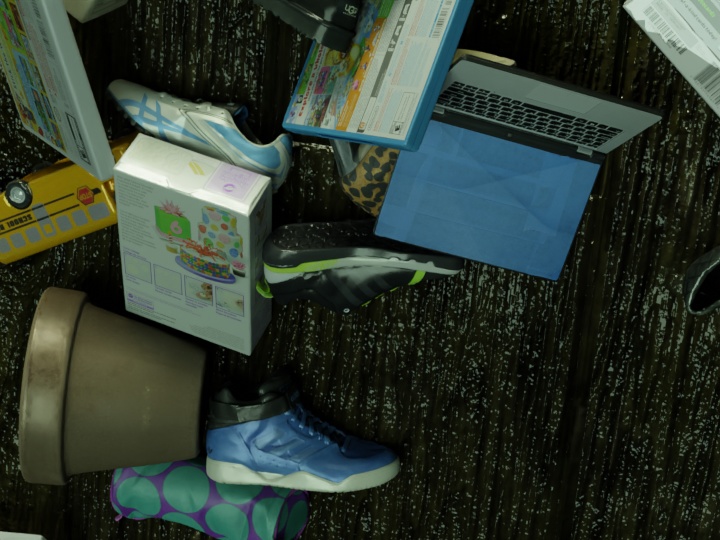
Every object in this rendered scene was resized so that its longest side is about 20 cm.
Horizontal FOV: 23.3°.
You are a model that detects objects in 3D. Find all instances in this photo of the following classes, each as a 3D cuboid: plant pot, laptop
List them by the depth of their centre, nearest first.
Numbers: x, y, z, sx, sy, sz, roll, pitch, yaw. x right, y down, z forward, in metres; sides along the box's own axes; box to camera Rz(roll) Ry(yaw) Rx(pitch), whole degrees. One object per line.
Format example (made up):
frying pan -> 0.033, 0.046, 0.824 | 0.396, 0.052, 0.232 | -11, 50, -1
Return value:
laptop -> 0.134, -0.084, 1.524 | 0.185, 0.200, 0.117 | 13, 76, -14
plant pot -> -0.243, 0.123, 1.769 | 0.173, 0.201, 0.202 | 5, 115, 0

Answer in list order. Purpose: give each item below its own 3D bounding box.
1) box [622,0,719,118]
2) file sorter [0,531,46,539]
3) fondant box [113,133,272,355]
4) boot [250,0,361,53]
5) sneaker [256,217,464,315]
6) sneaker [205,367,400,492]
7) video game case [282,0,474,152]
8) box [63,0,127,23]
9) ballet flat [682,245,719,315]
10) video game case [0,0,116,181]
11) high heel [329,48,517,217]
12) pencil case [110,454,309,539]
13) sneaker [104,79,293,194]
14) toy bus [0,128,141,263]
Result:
box -> 0.344, -0.232, 1.463 | 0.156, 0.041, 0.200 | 47, 120, -3
file sorter -> -0.429, 0.366, 1.926 | 0.198, 0.126, 0.139 | 3, 150, 18
fondant box -> -0.160, -0.023, 1.694 | 0.143, 0.058, 0.201 | 19, 140, 14
boot -> -0.039, -0.301, 1.556 | 0.198, 0.073, 0.164 | 35, 104, 38
sneaker -> 0.000, 0.000, 1.664 | 0.198, 0.072, 0.084 | 1, 122, 3
sneaker -> -0.059, 0.157, 1.759 | 0.198, 0.077, 0.113 | 2, 103, 10
video game case -> 0.012, -0.181, 1.521 | 0.199, 0.018, 0.144 | 15, 84, 55
box -> -0.223, -0.336, 1.606 | 0.077, 0.095, 0.201 | 37, 118, 5
ballet flat -> 0.365, -0.018, 1.525 | 0.066, 0.057, 0.200 | 40, 127, -15
video game case -> -0.304, -0.200, 1.653 | 0.182, 0.023, 0.202 | 32, 144, 49
high heel -> 0.065, -0.124, 1.608 | 0.198, 0.072, 0.144 | -9, 118, 23
pencil case -> -0.158, 0.242, 1.830 | 0.198, 0.085, 0.093 | 15, 109, 15
sneaker -> -0.153, -0.141, 1.683 | 0.199, 0.072, 0.073 | 27, 93, 11
toy bus -> -0.289, -0.076, 1.756 | 0.198, 0.065, 0.079 | -18, 105, 26
